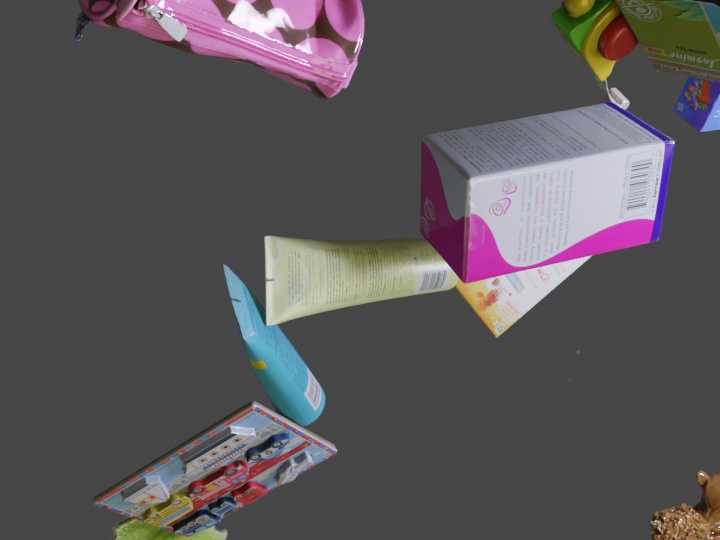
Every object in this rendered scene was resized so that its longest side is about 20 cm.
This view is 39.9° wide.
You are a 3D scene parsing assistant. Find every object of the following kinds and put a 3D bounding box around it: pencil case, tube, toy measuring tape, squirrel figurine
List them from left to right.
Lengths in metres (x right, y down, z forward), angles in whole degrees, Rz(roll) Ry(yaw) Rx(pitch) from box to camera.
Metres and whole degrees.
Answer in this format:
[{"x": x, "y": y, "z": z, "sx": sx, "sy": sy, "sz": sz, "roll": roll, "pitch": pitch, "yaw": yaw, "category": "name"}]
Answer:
[{"x": -0.083, "y": -0.169, "z": 0.640, "sx": 0.198, "sy": 0.094, "sz": 0.091, "roll": 7, "pitch": 124, "yaw": -42, "category": "pencil case"}, {"x": -0.081, "y": 0.078, "z": 0.902, "sx": 0.050, "sy": 0.078, "sz": 0.201, "roll": -26, "pitch": 144, "yaw": -2, "category": "tube"}, {"x": 0.000, "y": 0.000, "z": 0.905, "sx": 0.198, "sy": 0.058, "sz": 0.052, "roll": -6, "pitch": 148, "yaw": -33, "category": "tube"}, {"x": 0.222, "y": -0.203, "z": 0.870, "sx": 0.074, "sy": 0.074, "sz": 0.200, "roll": -46, "pitch": 150, "yaw": 10, "category": "toy measuring tape"}, {"x": 0.605, "y": 0.449, "z": 1.738, "sx": 0.198, "sy": 0.142, "sz": 0.189, "roll": -16, "pitch": 130, "yaw": -28, "category": "squirrel figurine"}]

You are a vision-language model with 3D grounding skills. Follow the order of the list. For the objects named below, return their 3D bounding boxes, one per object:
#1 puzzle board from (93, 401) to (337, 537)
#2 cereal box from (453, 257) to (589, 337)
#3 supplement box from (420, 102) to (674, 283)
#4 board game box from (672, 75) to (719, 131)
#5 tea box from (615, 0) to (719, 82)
[{"x": -0.140, "y": 0.205, "z": 0.980, "sx": 0.199, "sy": 0.018, "sz": 0.151, "roll": -32, "pitch": 143, "yaw": 15, "category": "puzzle board"}, {"x": 0.182, "y": -0.034, "z": 1.016, "sx": 0.200, "sy": 0.040, "sz": 0.144, "roll": -41, "pitch": 140, "yaw": 4, "category": "cereal box"}, {"x": 0.161, "y": -0.072, "z": 0.882, "sx": 0.198, "sy": 0.104, "sz": 0.102, "roll": -12, "pitch": 123, "yaw": -18, "category": "supplement box"}, {"x": 0.430, "y": -0.219, "z": 1.025, "sx": 0.198, "sy": 0.045, "sz": 0.136, "roll": -9, "pitch": 132, "yaw": -31, "category": "board game box"}, {"x": 0.291, "y": -0.273, "z": 0.747, "sx": 0.196, "sy": 0.133, "sz": 0.202, "roll": 35, "pitch": 80, "yaw": -49, "category": "tea box"}]
